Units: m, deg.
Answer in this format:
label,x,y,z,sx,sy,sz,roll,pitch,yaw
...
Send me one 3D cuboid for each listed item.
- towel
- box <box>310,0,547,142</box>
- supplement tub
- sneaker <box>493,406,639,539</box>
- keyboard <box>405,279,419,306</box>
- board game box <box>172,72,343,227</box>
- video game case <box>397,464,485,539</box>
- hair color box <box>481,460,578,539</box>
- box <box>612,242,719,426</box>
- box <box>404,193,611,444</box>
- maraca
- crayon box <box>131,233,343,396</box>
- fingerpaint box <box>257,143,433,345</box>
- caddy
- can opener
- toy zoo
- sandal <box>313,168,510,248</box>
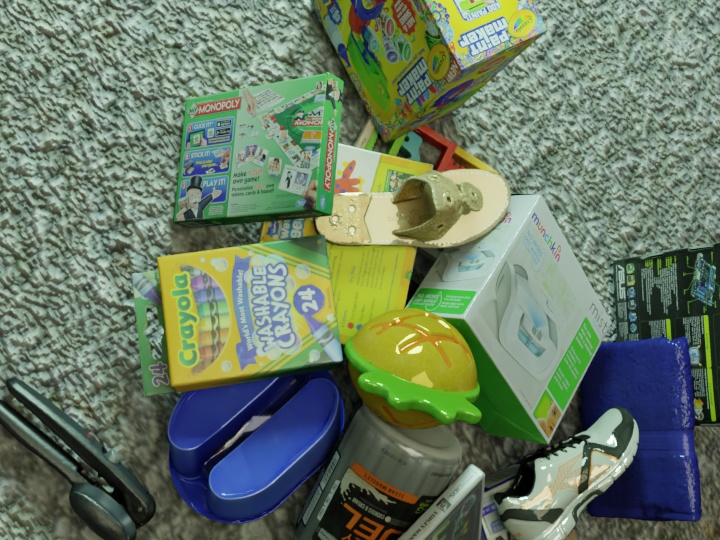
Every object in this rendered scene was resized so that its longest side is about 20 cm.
label,x,y,z,sx,sy,sz,roll,pitch,yaw
towel,0.320,0.181,1.167,0.049,0.146,0.204,4,81,-42
box,0.065,-0.276,1.090,0.121,0.200,0.195,-27,87,-26
supplement tub,0.010,0.238,1.034,0.121,0.123,0.203,23,103,-14
sneaker,0.224,0.212,1.100,0.200,0.074,0.080,-43,96,-22
keyboard,0.000,0.000,1.138,0.199,0.040,0.105,38,86,-5
board game box,-0.107,-0.118,1.037,0.029,0.197,0.137,17,75,-51
video game case,0.060,0.312,1.033,0.023,0.202,0.181,33,58,30
hair color box,0.190,0.325,1.142,0.108,0.065,0.203,-19,91,-21
box,0.377,0.076,1.166,0.047,0.192,0.204,3,81,-36
box,0.163,0.051,1.104,0.177,0.096,0.201,-53,124,-27
maraca,0.050,0.097,0.953,0.135,0.200,0.109,14,102,-4
crayon box,-0.122,0.044,0.995,0.196,0.052,0.128,-8,78,-5
fingerpaint box,-0.026,-0.027,1.080,0.164,0.073,0.204,11,88,-6
caddy,-0.106,0.162,1.044,0.199,0.105,0.141,-40,74,-18
can opener,-0.280,0.182,1.004,0.063,0.079,0.200,-42,88,-10
toy zoo,0.076,-0.091,1.178,0.198,0.020,0.133,30,75,-13
sandal,0.059,-0.059,1.017,0.207,0.070,0.079,-8,91,-7
